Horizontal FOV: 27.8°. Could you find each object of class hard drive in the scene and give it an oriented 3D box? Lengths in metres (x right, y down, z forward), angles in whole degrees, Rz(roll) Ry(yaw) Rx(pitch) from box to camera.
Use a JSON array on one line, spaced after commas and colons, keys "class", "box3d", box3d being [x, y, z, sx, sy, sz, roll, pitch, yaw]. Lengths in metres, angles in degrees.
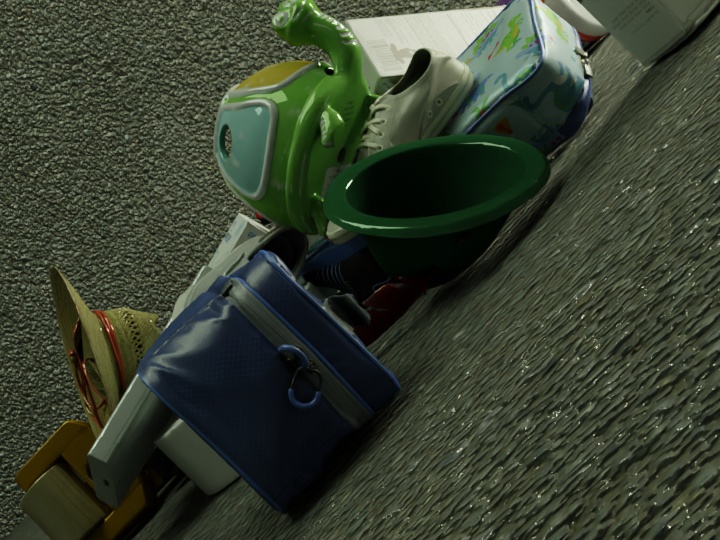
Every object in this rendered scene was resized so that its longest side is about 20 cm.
[{"class": "hard drive", "box3d": [-0.181, 0.106, 1.313, 0.201, 0.026, 0.132, -61, -7, -25]}]

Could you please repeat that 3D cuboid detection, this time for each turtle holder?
[{"class": "turtle holder", "box3d": [-0.058, -0.127, 1.269, 0.141, 0.131, 0.186, -52, -29, -39]}]

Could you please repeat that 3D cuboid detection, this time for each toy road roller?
[{"class": "toy road roller", "box3d": [-0.257, 0.209, 1.565, 0.200, 0.123, 0.146, -46, -10, -2]}]

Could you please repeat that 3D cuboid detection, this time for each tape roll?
[{"class": "tape roll", "box3d": [-0.091, 0.103, 1.296, 0.202, 0.071, 0.202, -46, 5, 5]}]

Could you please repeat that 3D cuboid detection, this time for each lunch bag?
[{"class": "lunch bag", "box3d": [-0.058, 0.064, 0.958, 0.132, 0.136, 0.200, -46, 6, -9]}, {"class": "lunch bag", "box3d": [0.113, -0.140, 1.291, 0.200, 0.082, 0.161, -43, 26, 26]}]

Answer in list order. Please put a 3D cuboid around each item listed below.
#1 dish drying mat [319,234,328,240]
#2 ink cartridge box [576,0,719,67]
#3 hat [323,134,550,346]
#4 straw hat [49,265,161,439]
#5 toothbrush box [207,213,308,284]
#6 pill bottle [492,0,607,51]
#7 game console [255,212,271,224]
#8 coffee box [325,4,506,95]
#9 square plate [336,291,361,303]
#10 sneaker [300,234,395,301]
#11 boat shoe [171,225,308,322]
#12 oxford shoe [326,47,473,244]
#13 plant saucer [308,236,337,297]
[{"class": "dish drying mat", "box3d": [-0.006, -0.044, 1.500, 0.200, 0.076, 0.018, -96, 10, -84]}, {"class": "ink cartridge box", "box3d": [0.216, -0.287, 1.166, 0.146, 0.200, 0.085, -47, 0, -20]}, {"class": "hat", "box3d": [0.061, 0.007, 1.134, 0.199, 0.177, 0.166, 2, 30, 28]}, {"class": "straw hat", "box3d": [-0.225, 0.077, 1.379, 0.085, 0.202, 0.201, -17, -4, -18]}, {"class": "toothbrush box", "box3d": [-0.136, 0.049, 1.490, 0.201, 0.085, 0.146, -58, 10, 1]}, {"class": "pill bottle", "box3d": [0.196, -0.271, 1.684, 0.200, 0.111, 0.111, -40, 8, 46]}, {"class": "game console", "box3d": [0.016, -0.092, 1.566, 0.199, 0.119, 0.173, -18, 30, 36]}, {"class": "coffee box", "box3d": [0.064, -0.187, 1.434, 0.199, 0.080, 0.115, -11, -32, -34]}, {"class": "square plate", "box3d": [0.036, -0.027, 1.526, 0.198, 0.028, 0.200, -48, 6, -26]}, {"class": "sneaker", "box3d": [0.000, 0.000, 1.313, 0.070, 0.078, 0.200, -42, 6, -15]}, {"class": "boat shoe", "box3d": [-0.095, 0.019, 1.251, 0.068, 0.072, 0.200, -35, 6, 30]}, {"class": "oxford shoe", "box3d": [0.023, -0.109, 1.232, 0.200, 0.058, 0.075, -57, 22, -16]}, {"class": "plant saucer", "box3d": [-0.072, 0.058, 1.493, 0.200, 0.036, 0.200, -57, 9, 15]}]
